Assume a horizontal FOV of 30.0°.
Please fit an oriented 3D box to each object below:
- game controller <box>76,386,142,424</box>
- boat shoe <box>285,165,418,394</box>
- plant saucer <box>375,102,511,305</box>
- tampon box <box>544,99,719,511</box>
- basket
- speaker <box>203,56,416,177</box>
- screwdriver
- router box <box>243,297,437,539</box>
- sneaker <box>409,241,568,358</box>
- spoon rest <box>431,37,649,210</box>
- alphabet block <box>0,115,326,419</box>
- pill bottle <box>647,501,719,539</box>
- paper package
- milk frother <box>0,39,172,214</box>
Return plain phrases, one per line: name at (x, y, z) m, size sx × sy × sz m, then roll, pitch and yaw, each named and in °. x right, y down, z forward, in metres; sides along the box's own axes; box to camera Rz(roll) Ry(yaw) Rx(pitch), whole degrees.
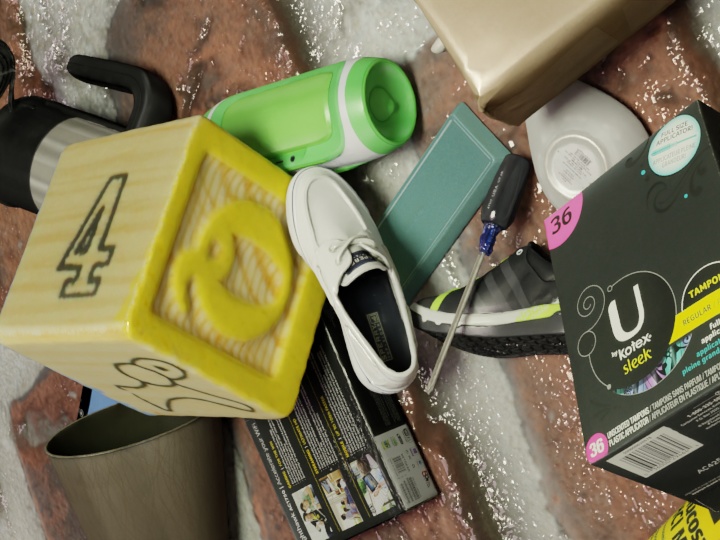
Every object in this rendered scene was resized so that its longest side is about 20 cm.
game controller at (-0.268, 0.171, 1.425) m, size 0.104 × 0.042 × 0.203 m, roll 28°, pitch 115°, yaw 32°
boat shoe at (0.000, 0.000, 1.091) m, size 0.202 × 0.073 × 0.065 m, roll 63°, pitch 164°, yaw 9°
plant saucer at (0.051, -0.044, 1.136) m, size 0.070 × 0.019 × 0.201 m, roll 49°, pitch 124°, yaw 22°
tampon box at (0.225, 0.025, 0.879) m, size 0.150 × 0.125 × 0.202 m, roll -40°, pitch 41°, yaw 36°
basket at (-0.200, 0.240, 1.314) m, size 0.135 × 0.179 × 0.203 m, roll 11°, pitch 116°, yaw 58°
speaker at (-0.049, -0.125, 1.160) m, size 0.198 × 0.088 × 0.090 m, roll -10°, pitch 92°, yaw 40°
screwdriver at (0.093, 0.003, 1.046) m, size 0.029 × 0.028 × 0.203 m, roll 13°, pitch 78°, yaw 23°
router box at (-0.032, 0.141, 1.217) m, size 0.149 × 0.051 × 0.202 m, roll -32°, pitch 77°, yaw 40°
sneaker at (0.128, 0.021, 1.068) m, size 0.198 × 0.071 × 0.084 m, roll -2°, pitch 69°, yaw 41°
spoon rest at (0.144, -0.120, 1.028) m, size 0.200 × 0.060 × 0.099 m, roll 47°, pitch 126°, yaw 7°
alphabet block at (-0.161, 0.006, 1.157) m, size 0.198 × 0.195 × 0.199 m, roll -4°, pitch 64°, yaw 43°
pill bottle at (0.276, 0.191, 0.932) m, size 0.113 × 0.112 × 0.201 m, roll 49°, pitch 124°, yaw 21°
paper package at (0.122, -0.238, 0.940) m, size 0.199 × 0.103 × 0.192 m, roll -37°, pitch 74°, yaw 14°
milk frother at (-0.296, -0.121, 1.292) m, size 0.187 × 0.199 × 0.183 m, roll 20°, pitch 107°, yaw 35°
